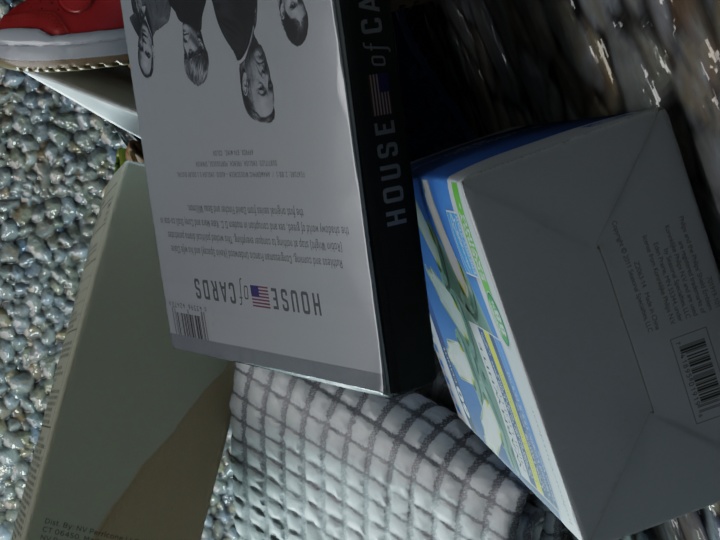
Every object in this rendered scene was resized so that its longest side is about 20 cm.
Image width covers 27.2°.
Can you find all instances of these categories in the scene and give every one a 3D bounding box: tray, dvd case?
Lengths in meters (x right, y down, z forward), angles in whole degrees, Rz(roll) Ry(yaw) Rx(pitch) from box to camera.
[{"bbox_3d":[-0.052,-0.053,0.635,0.200,0.022,0.107,24,176,42],"label":"tray"},{"bbox_3d":[-0.037,-0.065,0.502,0.150,0.025,0.201,7,107,57],"label":"dvd case"}]

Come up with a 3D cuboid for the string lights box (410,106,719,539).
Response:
[{"bbox_3d":[0.058,0.008,0.473,0.200,0.059,0.103,-148,39,-83],"label":"string lights box"}]

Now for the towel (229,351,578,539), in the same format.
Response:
[{"bbox_3d":[0.029,0.120,0.662,0.165,0.085,0.201,26,132,34],"label":"towel"}]

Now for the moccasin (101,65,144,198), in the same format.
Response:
[{"bbox_3d":[-0.093,-0.063,0.792,0.074,0.077,0.202,-28,-72,-63],"label":"moccasin"}]

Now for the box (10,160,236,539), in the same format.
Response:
[{"bbox_3d":[-0.103,0.058,0.691,0.095,0.077,0.201,166,119,-75],"label":"box"}]

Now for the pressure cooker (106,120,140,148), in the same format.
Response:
[{"bbox_3d":[-0.100,-0.133,1.089,0.200,0.178,0.176,132,115,-85],"label":"pressure cooker"}]

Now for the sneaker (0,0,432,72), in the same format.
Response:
[{"bbox_3d":[-0.067,-0.144,0.592,0.071,0.199,0.113,-45,-56,-66],"label":"sneaker"}]

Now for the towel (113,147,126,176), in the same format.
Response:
[{"bbox_3d":[-0.054,-0.039,0.925,0.144,0.199,0.023,-112,30,-67],"label":"towel"}]

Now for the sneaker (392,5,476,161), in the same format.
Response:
[{"bbox_3d":[-0.003,-0.107,0.670,0.078,0.070,0.201,-170,60,-80],"label":"sneaker"}]
